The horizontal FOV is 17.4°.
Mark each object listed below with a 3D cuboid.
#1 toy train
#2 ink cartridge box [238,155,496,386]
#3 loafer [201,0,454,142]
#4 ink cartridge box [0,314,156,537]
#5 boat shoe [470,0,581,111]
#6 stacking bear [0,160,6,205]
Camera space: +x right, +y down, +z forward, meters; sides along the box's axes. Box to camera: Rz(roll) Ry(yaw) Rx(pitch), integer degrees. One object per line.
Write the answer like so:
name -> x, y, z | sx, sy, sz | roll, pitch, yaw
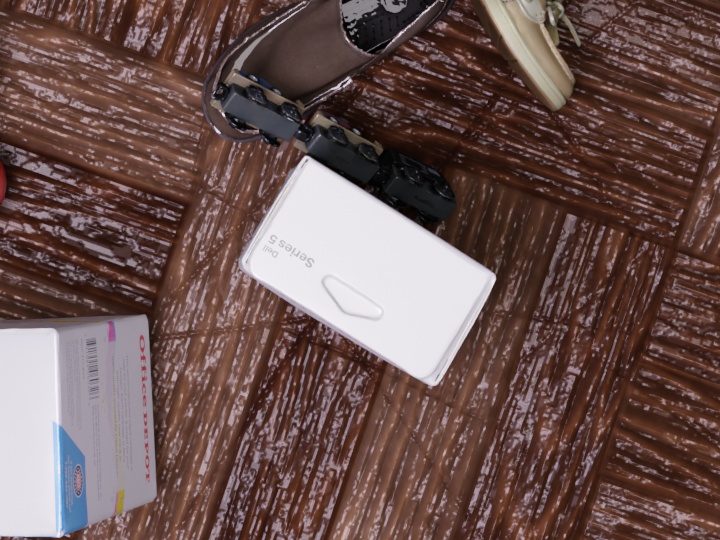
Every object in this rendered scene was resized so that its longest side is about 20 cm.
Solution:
toy train -> -0.018, -0.086, 1.576 | 0.199, 0.046, 0.034 | 25, 118, -30
ink cartridge box -> 0.000, 0.000, 1.531 | 0.145, 0.200, 0.084 | 31, 88, -4
loafer -> -0.023, -0.160, 1.593 | 0.199, 0.071, 0.073 | -36, 92, -3
ink cartridge box -> -0.216, 0.097, 1.529 | 0.124, 0.200, 0.130 | -2, 90, 14
boat shoe -> 0.101, -0.206, 1.600 | 0.062, 0.073, 0.201 | -28, 91, 0
stacking bear -> -0.296, -0.119, 1.559 | 0.113, 0.121, 0.202 | -29, 107, -43
